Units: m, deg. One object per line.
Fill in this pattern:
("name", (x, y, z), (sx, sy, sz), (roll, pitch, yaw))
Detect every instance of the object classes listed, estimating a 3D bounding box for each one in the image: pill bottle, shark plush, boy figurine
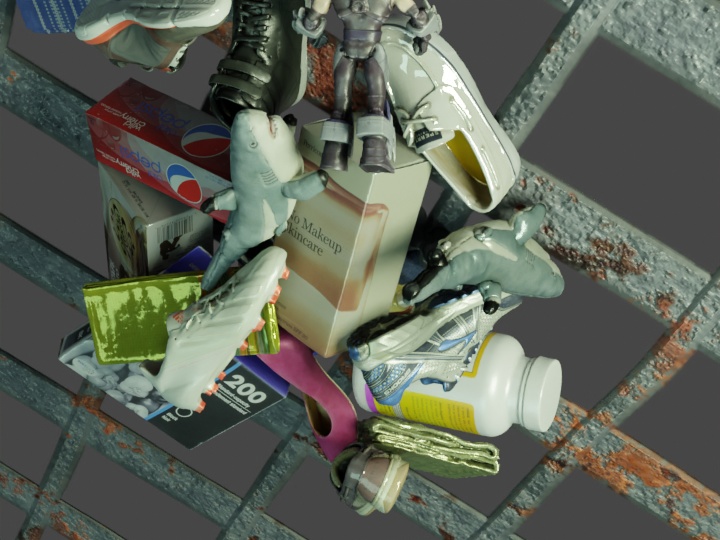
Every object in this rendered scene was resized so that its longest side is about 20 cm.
("pill bottle", (0.099, 0.109, 1.583), (0.198, 0.105, 0.105), (10, 135, 23))
("shark plush", (-0.110, -0.069, 1.419), (0.083, 0.091, 0.200), (0, 146, -33))
("boy figurine", (0.000, 0.000, 1.567), (0.124, 0.065, 0.199), (44, 133, -16))
("shark plush", (0.116, -0.001, 1.407), (0.090, 0.200, 0.084), (-23, 84, 31))

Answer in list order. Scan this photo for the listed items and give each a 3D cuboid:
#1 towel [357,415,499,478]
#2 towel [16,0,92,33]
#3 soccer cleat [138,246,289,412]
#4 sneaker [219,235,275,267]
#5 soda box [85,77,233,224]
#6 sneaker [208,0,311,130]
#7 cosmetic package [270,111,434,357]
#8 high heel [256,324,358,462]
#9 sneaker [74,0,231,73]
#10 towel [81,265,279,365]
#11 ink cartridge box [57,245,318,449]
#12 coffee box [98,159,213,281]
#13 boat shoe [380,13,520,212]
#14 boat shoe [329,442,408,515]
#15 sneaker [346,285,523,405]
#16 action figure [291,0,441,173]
("towel", (0.063, 0.187, 1.659), (0.147, 0.037, 0.200), (16, 167, -7))
("towel", (-0.258, -0.292, 1.469), (0.198, 0.024, 0.146), (2, 130, 26))
("soccer cleat", (-0.137, 0.049, 1.451), (0.077, 0.069, 0.200), (34, 117, -5))
("sneaker", (-0.103, -0.010, 1.581), (0.070, 0.109, 0.201), (28, 139, 4))
("soda box", (-0.172, -0.114, 1.517), (0.199, 0.070, 0.064), (26, 142, 28))
("sneaker", (-0.094, -0.207, 1.393), (0.070, 0.099, 0.201), (15, 135, 19))
("cosmetic package", (-0.017, -0.033, 1.462), (0.103, 0.087, 0.201), (34, 123, 32))
("high heel", (-0.059, 0.132, 1.586), (0.067, 0.096, 0.201), (32, 140, 41))
("sneaker", (-0.175, -0.222, 1.421), (0.199, 0.077, 0.082), (4, 144, 46))
("towel", (-0.175, 0.045, 1.509), (0.198, 0.018, 0.087), (-5, 100, 20))
("ink cartridge box", (-0.172, 0.086, 1.607), (0.199, 0.044, 0.198), (-32, 126, 26))
("coffee box", (-0.210, -0.020, 1.624), (0.113, 0.079, 0.201), (51, 151, 35))
("boat shoe", (0.067, -0.135, 1.388), (0.071, 0.070, 0.200), (-17, 119, 40))
("boat shoe", (0.001, 0.206, 1.580), (0.064, 0.072, 0.200), (29, 172, -4))
("sneaker", (0.078, 0.067, 1.493), (0.077, 0.199, 0.086), (5, 116, 60))
("action figure", (0.000, -0.185, 1.331), (0.129, 0.069, 0.202), (5, 93, 22))
